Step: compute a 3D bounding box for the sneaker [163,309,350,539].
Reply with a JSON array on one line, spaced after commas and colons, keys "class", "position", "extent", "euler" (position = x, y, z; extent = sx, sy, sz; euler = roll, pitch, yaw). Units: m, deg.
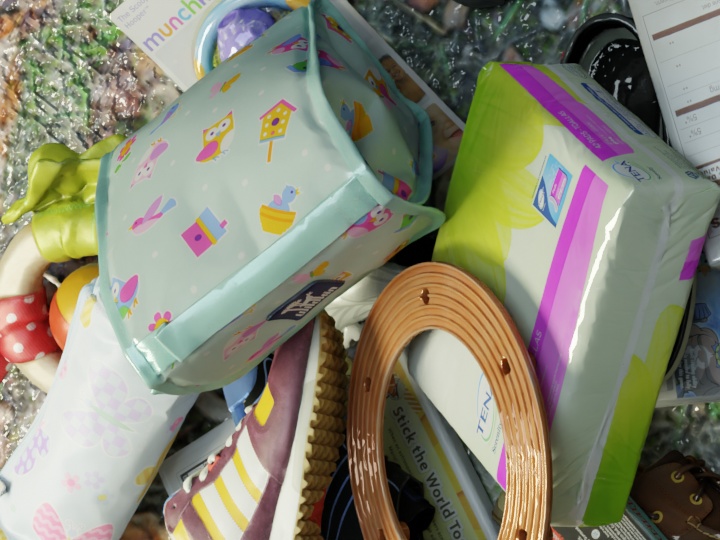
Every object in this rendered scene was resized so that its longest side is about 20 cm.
[{"class": "sneaker", "position": [-0.063, 0.113, 1.172], "extent": [0.090, 0.075, 0.201], "euler": [8, 84, 15]}]

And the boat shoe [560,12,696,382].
[{"class": "boat shoe", "position": [0.137, -0.037, 1.148], "extent": [0.073, 0.063, 0.202], "euler": [-3, 85, 25]}]

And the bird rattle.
[{"class": "bird rattle", "position": [-0.186, 0.019, 1.331], "extent": [0.163, 0.113, 0.200], "euler": [37, 104, 8]}]

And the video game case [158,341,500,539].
[{"class": "video game case", "position": [-0.009, 0.159, 1.269], "extent": [0.182, 0.023, 0.200], "euler": [-33, 71, 19]}]

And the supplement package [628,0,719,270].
[{"class": "supplement package", "position": [0.215, -0.105, 1.087], "extent": [0.117, 0.117, 0.201], "euler": [-20, 77, 21]}]

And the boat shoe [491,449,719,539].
[{"class": "boat shoe", "position": [0.167, 0.131, 1.158], "extent": [0.200, 0.072, 0.068], "euler": [16, 93, 29]}]

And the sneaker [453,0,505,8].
[{"class": "sneaker", "position": [0.109, -0.231, 1.215], "extent": [0.200, 0.091, 0.076], "euler": [-46, 66, 13]}]

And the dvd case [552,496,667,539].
[{"class": "dvd case", "position": [0.102, 0.218, 1.138], "extent": [0.200, 0.022, 0.146], "euler": [-51, 59, 17]}]

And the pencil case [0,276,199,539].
[{"class": "pencil case", "position": [-0.157, 0.094, 1.287], "extent": [0.091, 0.083, 0.200], "euler": [33, 117, 5]}]

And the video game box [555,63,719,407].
[{"class": "video game box", "position": [0.184, -0.027, 1.182], "extent": [0.182, 0.047, 0.201], "euler": [-8, 81, 27]}]

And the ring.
[{"class": "ring", "position": [0.047, 0.095, 1.105], "extent": [0.200, 0.019, 0.201], "euler": [12, 104, 60]}]

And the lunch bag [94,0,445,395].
[{"class": "lunch bag", "position": [-0.050, -0.032, 1.128], "extent": [0.170, 0.200, 0.122], "euler": [-37, 113, 14]}]

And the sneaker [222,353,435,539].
[{"class": "sneaker", "position": [-0.009, 0.121, 1.229], "extent": [0.078, 0.070, 0.200], "euler": [-30, 73, 8]}]

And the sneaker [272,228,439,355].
[{"class": "sneaker", "position": [0.000, 0.000, 1.238], "extent": [0.199, 0.081, 0.075], "euler": [-9, 54, 28]}]

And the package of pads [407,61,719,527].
[{"class": "package of pads", "position": [0.096, 0.008, 1.095], "extent": [0.155, 0.068, 0.201], "euler": [50, 134, 50]}]

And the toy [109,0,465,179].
[{"class": "toy", "position": [-0.039, -0.102, 1.233], "extent": [0.115, 0.047, 0.200], "euler": [-38, 111, 24]}]
